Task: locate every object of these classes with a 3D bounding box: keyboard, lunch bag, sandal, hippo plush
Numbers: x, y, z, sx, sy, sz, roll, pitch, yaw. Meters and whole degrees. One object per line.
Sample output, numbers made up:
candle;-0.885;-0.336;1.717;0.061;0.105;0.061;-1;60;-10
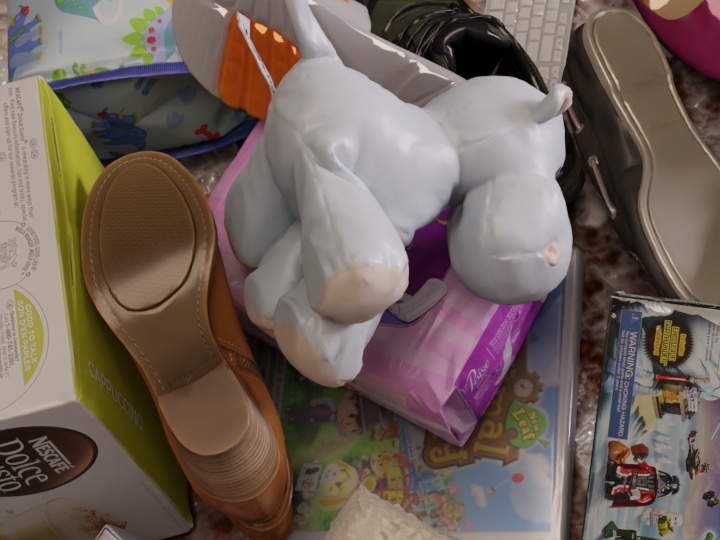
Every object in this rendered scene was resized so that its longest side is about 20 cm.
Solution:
keyboard;0.101;-0.153;1.482;0.056;0.011;0.201;3;66;16
lunch bag;-0.104;-0.162;1.475;0.199;0.128;0.171;-12;62;11
sandal;-0.010;-0.110;1.376;0.206;0.059;0.079;28;111;6
hippo plush;0.024;-0.043;1.290;0.160;0.159;0.201;-5;76;-22

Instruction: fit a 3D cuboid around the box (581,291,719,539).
box;0.181;0.118;1.226;0.136;0.040;0.201;6;93;9

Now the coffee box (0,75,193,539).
coffee box;-0.222;0.045;1.367;0.197;0.200;0.201;-15;62;8

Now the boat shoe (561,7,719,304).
boat shoe;0.164;-0.054;1.401;0.067;0.057;0.201;-6;63;-24

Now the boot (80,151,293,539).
boot;-0.090;0.048;1.332;0.073;0.155;0.201;-18;63;1

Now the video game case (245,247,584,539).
video game case;0.031;0.082;1.383;0.181;0.022;0.201;-1;65;14

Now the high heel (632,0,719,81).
high heel;0.163;-0.188;1.411;0.067;0.096;0.200;-43;54;12

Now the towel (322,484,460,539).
towel;0.050;0.212;1.298;0.199;0.034;0.133;27;82;20

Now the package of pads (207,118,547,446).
package of pads;0.000;0.000;1.374;0.199;0.076;0.121;26;76;24

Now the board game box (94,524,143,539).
board game box;-0.115;0.273;1.296;0.200;0.041;0.200;37;93;26

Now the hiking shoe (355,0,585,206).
hiking shoe;0.060;-0.124;1.415;0.076;0.101;0.200;-34;60;-14
